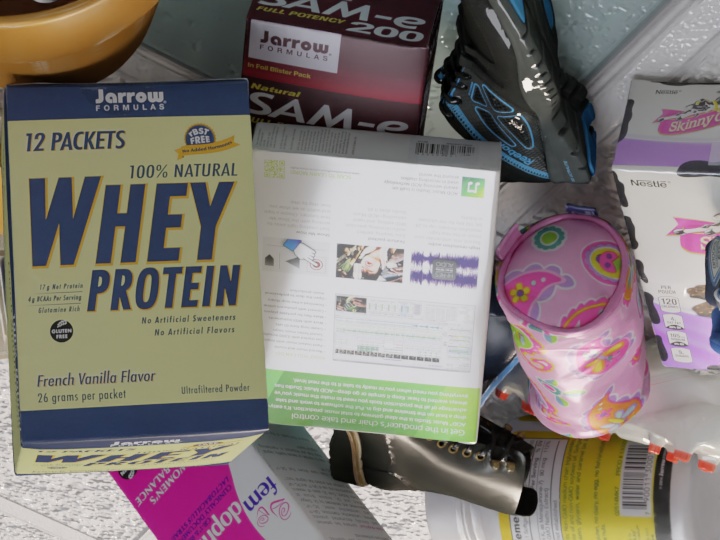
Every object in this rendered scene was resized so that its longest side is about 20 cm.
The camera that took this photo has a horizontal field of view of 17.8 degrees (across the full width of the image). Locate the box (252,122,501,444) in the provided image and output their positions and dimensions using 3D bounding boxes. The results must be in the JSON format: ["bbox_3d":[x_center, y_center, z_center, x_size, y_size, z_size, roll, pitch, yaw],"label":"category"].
[{"bbox_3d":[0.005,0.010,1.355,0.144,0.036,0.200,6,123,3],"label":"box"}]

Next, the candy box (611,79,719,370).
[{"bbox_3d":[0.250,-0.022,1.360,0.168,0.072,0.200,3,144,21],"label":"candy box"}]

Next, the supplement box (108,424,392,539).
[{"bbox_3d":[-0.069,0.168,1.561,0.101,0.200,0.103,-48,152,14],"label":"supplement box"}]

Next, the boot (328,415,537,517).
[{"bbox_3d":[0.052,0.090,1.490,0.138,0.078,0.200,14,155,11],"label":"boot"}]

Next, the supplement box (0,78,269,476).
[{"bbox_3d":[-0.135,0.009,1.316,0.134,0.200,0.200,-3,170,-10],"label":"supplement box"}]

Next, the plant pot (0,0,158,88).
[{"bbox_3d":[-0.179,-0.185,1.229,0.200,0.200,0.183,15,162,4],"label":"plant pot"}]

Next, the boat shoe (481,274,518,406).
[{"bbox_3d":[0.055,0.061,1.578,0.069,0.084,0.200,24,130,-11],"label":"boat shoe"}]

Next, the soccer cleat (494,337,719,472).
[{"bbox_3d":[0.174,0.077,1.553,0.200,0.078,0.069,15,172,40],"label":"soccer cleat"}]

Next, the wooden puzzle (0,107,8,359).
[{"bbox_3d":[-0.181,-0.020,1.477,0.200,0.046,0.185,-4,123,-3],"label":"wooden puzzle"}]

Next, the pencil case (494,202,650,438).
[{"bbox_3d":[0.132,0.035,1.419,0.087,0.087,0.200,7,158,15],"label":"pencil case"}]

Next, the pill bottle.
[{"bbox_3d":[0.154,0.159,1.630,0.200,0.114,0.114,-1,143,26],"label":"pill bottle"}]

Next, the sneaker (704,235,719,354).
[{"bbox_3d":[0.231,0.000,1.270,0.085,0.077,0.200,14,145,9],"label":"sneaker"}]

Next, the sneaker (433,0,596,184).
[{"bbox_3d":[0.076,-0.111,1.298,0.082,0.073,0.200,-7,141,16],"label":"sneaker"}]

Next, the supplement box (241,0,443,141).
[{"bbox_3d":[-0.018,-0.074,1.363,0.109,0.061,0.200,9,129,4],"label":"supplement box"}]
